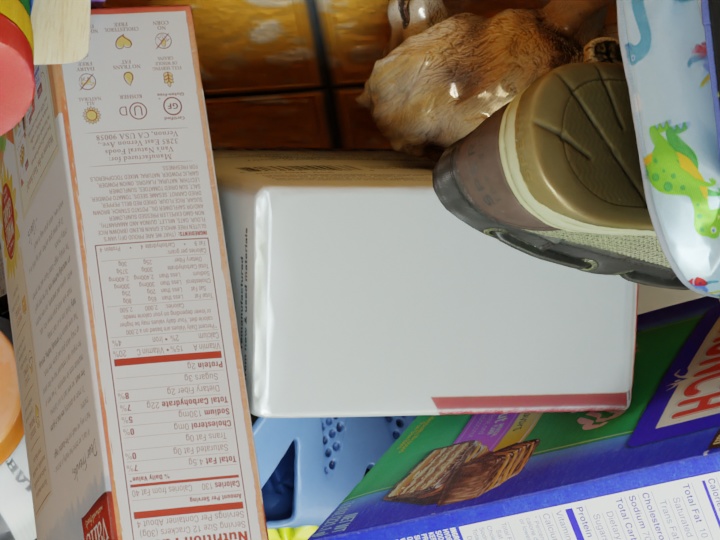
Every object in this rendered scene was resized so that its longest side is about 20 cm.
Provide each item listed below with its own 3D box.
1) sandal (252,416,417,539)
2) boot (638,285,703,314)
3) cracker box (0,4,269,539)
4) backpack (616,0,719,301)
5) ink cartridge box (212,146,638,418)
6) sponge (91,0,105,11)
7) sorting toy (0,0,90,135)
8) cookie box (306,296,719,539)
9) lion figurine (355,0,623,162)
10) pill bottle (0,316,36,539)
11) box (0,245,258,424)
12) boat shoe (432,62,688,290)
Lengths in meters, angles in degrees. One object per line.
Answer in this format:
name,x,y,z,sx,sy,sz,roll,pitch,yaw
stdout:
sandal,-0.028,0.069,1.182,0.199,0.080,0.087,-18,134,-16
boot,0.111,0.014,1.284,0.090,0.073,0.200,4,156,41
cracker box,-0.086,0.022,1.030,0.057,0.201,0.134,-3,165,-18
backpack,0.177,-0.074,0.912,0.147,0.184,0.200,-17,164,39
ink cartridge box,0.000,0.000,1.089,0.144,0.084,0.200,0,-173,-18
sponge,-0.180,-0.116,0.966,0.199,0.030,0.112,3,158,-15
sorting toy,-0.179,-0.108,0.869,0.198,0.070,0.200,-2,146,-7
cookie box,0.107,0.075,1.071,0.200,0.075,0.171,-15,-164,31
lion figurine,0.106,-0.074,1.050,0.199,0.073,0.122,3,161,-19
pill bottle,-0.167,0.083,1.242,0.106,0.107,0.200,-3,158,0
box,-0.121,0.037,1.338,0.200,0.050,0.159,17,149,-40
boat shoe,0.106,-0.031,0.984,0.065,0.073,0.200,-11,163,44
